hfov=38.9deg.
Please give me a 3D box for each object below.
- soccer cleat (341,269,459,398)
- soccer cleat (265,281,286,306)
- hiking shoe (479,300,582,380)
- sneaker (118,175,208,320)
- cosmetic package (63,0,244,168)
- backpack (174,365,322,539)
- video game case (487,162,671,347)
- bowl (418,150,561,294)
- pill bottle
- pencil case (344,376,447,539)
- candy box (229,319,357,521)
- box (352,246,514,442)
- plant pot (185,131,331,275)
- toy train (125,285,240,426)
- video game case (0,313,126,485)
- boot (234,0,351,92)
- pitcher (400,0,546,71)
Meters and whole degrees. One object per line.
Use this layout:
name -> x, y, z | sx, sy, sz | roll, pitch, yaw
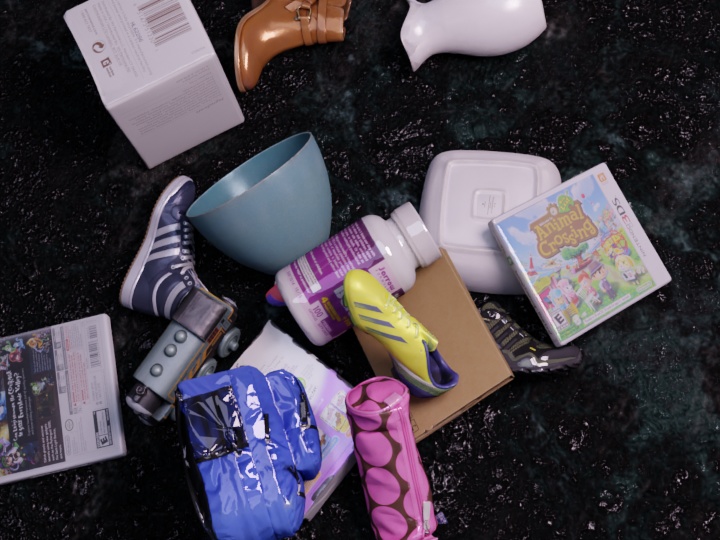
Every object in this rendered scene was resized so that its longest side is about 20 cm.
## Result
soccer cleat -> 0.051, 0.072, 1.228 | 0.083, 0.201, 0.065 | -14, 31, 39
soccer cleat -> -0.031, 0.019, 1.385 | 0.198, 0.067, 0.077 | -21, 84, 0
hiking shoe -> 0.189, 0.088, 1.327 | 0.197, 0.076, 0.102 | 2, 75, 8
sneaker -> -0.248, -0.026, 1.417 | 0.108, 0.070, 0.202 | 20, 82, 18
cosmetic package -> -0.285, -0.283, 1.438 | 0.165, 0.200, 0.168 | -27, 71, -3
backpack -> -0.127, 0.225, 1.200 | 0.166, 0.163, 0.202 | -14, 72, 0
video game case -> 0.288, -0.024, 1.328 | 0.199, 0.022, 0.183 | -26, 83, -22
bowl -> 0.175, -0.075, 1.384 | 0.197, 0.075, 0.202 | 5, 74, 9
pill bottle -> 0.000, 0.000, 1.300 | 0.199, 0.112, 0.113 | -33, 71, 3
pencil case -> 0.042, 0.235, 1.246 | 0.090, 0.093, 0.202 | -21, 105, -21
candy box -> -0.092, 0.194, 1.328 | 0.199, 0.072, 0.168 | 37, 80, 16
box -> 0.086, 0.095, 1.313 | 0.163, 0.021, 0.201 | -35, 62, 16
plant pot -> -0.115, -0.075, 1.374 | 0.199, 0.200, 0.135 | -35, 108, -5
toy train -> -0.236, 0.113, 1.348 | 0.085, 0.114, 0.201 | 33, 78, 16
video game case -> -0.421, 0.175, 1.399 | 0.180, 0.023, 0.202 | -13, 72, 2
boot -> -0.100, -0.348, 1.514 | 0.153, 0.077, 0.202 | 11, 66, 6
pitcher -> 0.160, -0.384, 1.473 | 0.198, 0.122, 0.173 | -11, 55, 15
